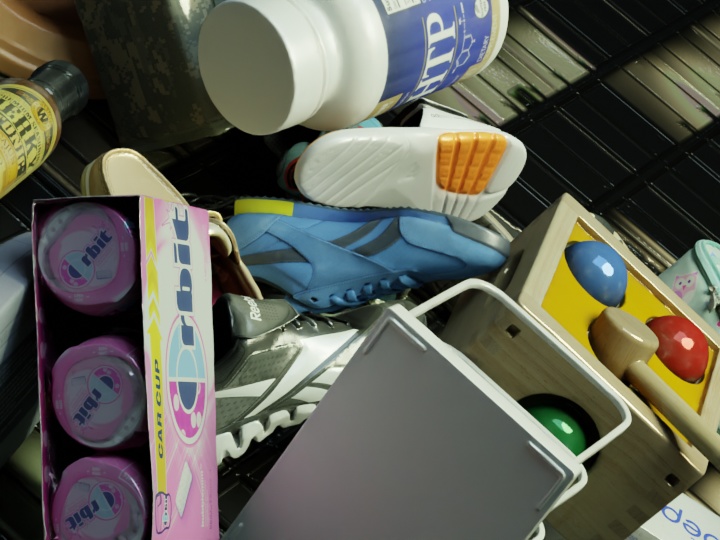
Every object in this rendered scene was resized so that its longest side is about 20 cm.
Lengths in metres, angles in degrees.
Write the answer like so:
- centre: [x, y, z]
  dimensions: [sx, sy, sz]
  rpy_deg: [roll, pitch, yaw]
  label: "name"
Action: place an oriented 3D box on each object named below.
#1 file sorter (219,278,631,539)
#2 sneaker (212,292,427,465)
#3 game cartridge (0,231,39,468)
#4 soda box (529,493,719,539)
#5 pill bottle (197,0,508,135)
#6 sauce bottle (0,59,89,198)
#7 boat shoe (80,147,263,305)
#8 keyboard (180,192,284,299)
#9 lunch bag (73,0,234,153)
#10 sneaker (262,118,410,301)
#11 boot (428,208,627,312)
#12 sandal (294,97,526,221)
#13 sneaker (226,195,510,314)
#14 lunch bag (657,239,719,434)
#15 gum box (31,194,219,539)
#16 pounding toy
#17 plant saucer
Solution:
- centre: [0.040, 0.126, 1.538]
  dimensions: [0.139, 0.200, 0.124]
  rpy_deg: [42, 26, 13]
  label: "file sorter"
- centre: [-0.048, 0.048, 1.582]
  dimensions: [0.199, 0.091, 0.066]
  rpy_deg: [-24, 25, -22]
  label: "sneaker"
- centre: [-0.209, 0.061, 1.442]
  dimensions: [0.041, 0.134, 0.200]
  rpy_deg: [16, 27, 11]
  label: "game cartridge"
- centre: [0.206, 0.193, 1.736]
  dimensions: [0.200, 0.064, 0.068]
  rpy_deg: [33, 30, -4]
  label: "soda box"
- centre: [-0.007, -0.159, 1.761]
  dimensions: [0.200, 0.120, 0.120]
  rpy_deg: [-25, 63, -42]
  label: "pill bottle"
- centre: [-0.232, -0.086, 1.699]
  dimensions: [0.065, 0.065, 0.200]
  rpy_deg: [35, 31, 1]
  label: "sauce bottle"
- centre: [-0.105, -0.005, 1.672]
  dimensions: [0.074, 0.069, 0.200]
  rpy_deg: [-19, 67, -39]
  label: "boat shoe"
- centre: [-0.092, -0.018, 1.767]
  dimensions: [0.200, 0.040, 0.104]
  rpy_deg: [-4, 48, -48]
  label: "keyboard"
- centre: [-0.091, -0.186, 1.847]
  dimensions: [0.200, 0.117, 0.165]
  rpy_deg: [-27, 102, -47]
  label: "lunch bag"
- centre: [-0.017, -0.048, 1.854]
  dimensions: [0.095, 0.079, 0.200]
  rpy_deg: [16, 25, -30]
  label: "sneaker"
- centre: [0.127, -0.003, 1.920]
  dimensions: [0.200, 0.073, 0.151]
  rpy_deg: [43, 30, -2]
  label: "boot"
- centre: [0.028, -0.082, 1.766]
  dimensions: [0.206, 0.079, 0.059]
  rpy_deg: [6, 40, -46]
  label: "sandal"
- centre: [0.000, 0.000, 1.701]
  dimensions: [0.199, 0.079, 0.066]
  rpy_deg: [4, -17, 24]
  label: "sneaker"
- centre: [0.299, 0.066, 1.956]
  dimensions: [0.200, 0.077, 0.161]
  rpy_deg: [29, 32, -42]
  label: "lunch bag"
- centre: [-0.127, 0.063, 1.454]
  dimensions: [0.066, 0.201, 0.113]
  rpy_deg: [-4, -4, 15]
  label: "gum box"
- centre: [0.154, 0.072, 1.631]
  dimensions: [0.184, 0.142, 0.200]
  rpy_deg: [42, 29, -8]
  label: "pounding toy"
- centre: [-0.219, -0.204, 1.886]
  dimensions: [0.199, 0.038, 0.201]
  rpy_deg: [20, 39, -17]
  label: "plant saucer"
